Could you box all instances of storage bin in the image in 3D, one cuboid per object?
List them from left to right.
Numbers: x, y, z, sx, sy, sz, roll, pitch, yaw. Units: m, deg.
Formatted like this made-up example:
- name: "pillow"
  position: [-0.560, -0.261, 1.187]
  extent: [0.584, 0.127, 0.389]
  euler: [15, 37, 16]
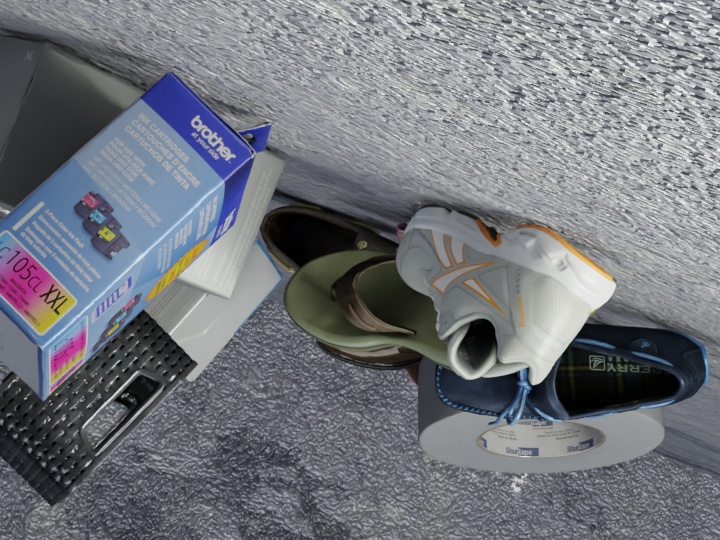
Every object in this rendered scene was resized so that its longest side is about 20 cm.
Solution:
- name: "storage bin"
  position: [-0.212, 0.094, 1.559]
  extent: [0.094, 0.135, 0.200]
  euler: [45, 164, -3]

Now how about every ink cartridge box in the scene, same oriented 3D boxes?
- name: "ink cartridge box"
  position: [-0.138, -0.029, 1.211]
  extent: [0.076, 0.200, 0.136]
  euler: [43, 163, 5]
- name: "ink cartridge box"
  position: [-0.174, -0.015, 1.666]
  extent: [0.200, 0.116, 0.068]
  euler: [35, 167, 34]

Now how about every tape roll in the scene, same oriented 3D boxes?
- name: "tape roll"
  position: [0.145, 0.107, 1.677]
  extent: [0.199, 0.066, 0.200]
  euler: [-1, 159, 0]

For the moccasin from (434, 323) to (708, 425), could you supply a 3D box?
- name: "moccasin"
  position: [0.143, 0.068, 1.462]
  extent: [0.199, 0.081, 0.068]
  euler: [-9, -171, 21]

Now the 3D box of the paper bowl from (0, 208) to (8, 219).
- name: "paper bowl"
  position: [-0.294, -0.100, 1.590]
  extent: [0.200, 0.105, 0.201]
  euler: [21, 176, 2]

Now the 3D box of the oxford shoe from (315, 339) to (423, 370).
- name: "oxford shoe"
  position: [0.051, 0.038, 1.695]
  extent: [0.199, 0.073, 0.084]
  euler: [-3, 162, 17]

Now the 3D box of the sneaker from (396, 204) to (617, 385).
- name: "sneaker"
  position: [0.066, 0.019, 1.259]
  extent: [0.076, 0.092, 0.200]
  euler: [37, 168, -24]

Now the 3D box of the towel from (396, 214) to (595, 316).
- name: "towel"
  position: [0.096, 0.000, 1.432]
  extent: [0.143, 0.023, 0.200]
  euler: [21, 177, 4]

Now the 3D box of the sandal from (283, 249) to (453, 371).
- name: "sandal"
  position: [0.027, 0.017, 1.441]
  extent: [0.200, 0.080, 0.057]
  euler: [11, 153, 40]

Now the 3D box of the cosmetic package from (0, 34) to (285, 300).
- name: "cosmetic package"
  position: [-0.159, -0.065, 1.332]
  extent: [0.200, 0.107, 0.090]
  euler: [27, 175, -33]

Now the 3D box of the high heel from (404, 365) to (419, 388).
- name: "high heel"
  position: [0.022, 0.039, 1.785]
  extent: [0.200, 0.097, 0.067]
  euler: [25, 175, -39]

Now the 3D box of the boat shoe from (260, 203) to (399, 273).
- name: "boat shoe"
  position: [0.000, 0.000, 1.580]
  extent: [0.059, 0.072, 0.200]
  euler: [25, -177, -46]
